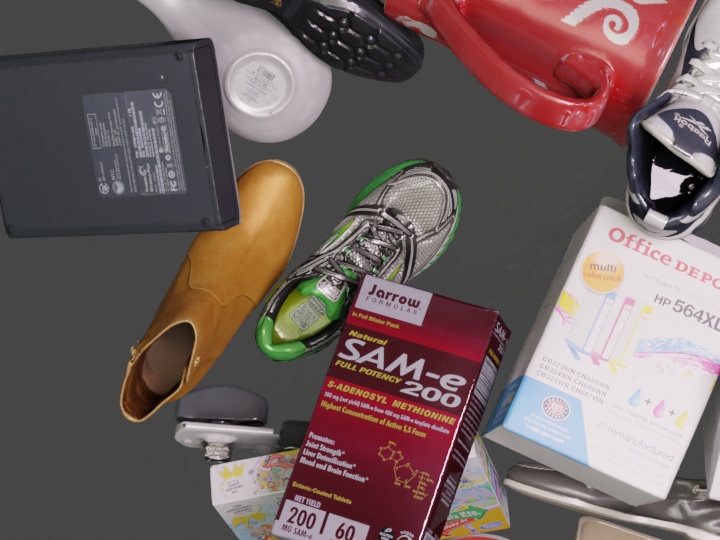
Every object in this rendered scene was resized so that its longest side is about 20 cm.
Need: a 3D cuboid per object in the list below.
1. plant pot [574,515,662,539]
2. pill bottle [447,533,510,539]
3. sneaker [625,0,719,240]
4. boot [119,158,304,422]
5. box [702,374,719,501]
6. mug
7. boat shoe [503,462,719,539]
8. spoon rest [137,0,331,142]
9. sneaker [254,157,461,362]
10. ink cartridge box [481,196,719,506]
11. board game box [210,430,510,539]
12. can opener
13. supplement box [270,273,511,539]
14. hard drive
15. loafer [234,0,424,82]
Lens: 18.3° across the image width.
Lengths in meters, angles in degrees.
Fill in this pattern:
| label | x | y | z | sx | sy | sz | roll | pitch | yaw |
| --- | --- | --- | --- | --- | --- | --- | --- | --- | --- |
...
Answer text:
| label | x | y | z | sx | sy | sz | roll | pitch | yaw |
| --- | --- | --- | --- | --- | --- | --- | --- | --- | --- |
| plant pot | 0.223 | 0.333 | 1.664 | 0.200 | 0.200 | 0.177 | 18 | 115 | 3 |
| pill bottle | 0.083 | 0.276 | 1.656 | 0.112 | 0.200 | 0.112 | 1 | 102 | 7 |
| sneaker | 0.231 | -0.110 | 1.483 | 0.079 | 0.130 | 0.199 | 31 | 101 | 6 |
| boot | -0.108 | 0.017 | 1.654 | 0.071 | 0.144 | 0.201 | 30 | 104 | 0 |
| box | 0.314 | 0.102 | 1.587 | 0.124 | 0.200 | 0.098 | 12 | 104 | 5 |
| mug | 0.125 | -0.187 | 1.569 | 0.200 | 0.178 | 0.133 | 27 | 102 | 6 |
| boat shoe | 0.210 | 0.165 | 1.691 | 0.200 | 0.067 | 0.057 | 15 | 83 | -1 |
| spoon rest | -0.111 | -0.173 | 1.665 | 0.200 | 0.061 | 0.099 | 36 | 106 | -15 |
| sneaker | 0.000 | 0.000 | 1.666 | 0.078 | 0.085 | 0.200 | 42 | 103 | -3 |
| ink cartridge box | 0.191 | 0.052 | 1.608 | 0.129 | 0.125 | 0.200 | 24 | 82 | 1 |
| board game box | 0.002 | 0.171 | 1.685 | 0.200 | 0.134 | 0.034 | -12 | 58 | 10 |
| can opener | -0.046 | 0.125 | 1.711 | 0.200 | 0.053 | 0.066 | 7 | 67 | 1 |
| supplement box | 0.023 | 0.114 | 1.591 | 0.109 | 0.061 | 0.200 | 16 | 77 | 17 |
| hard drive | -0.190 | -0.096 | 1.661 | 0.200 | 0.033 | 0.140 | -1 | 104 | 29 |
| loafer | -0.037 | -0.208 | 1.634 | 0.201 | 0.070 | 0.068 | 30 | 138 | -14 |
